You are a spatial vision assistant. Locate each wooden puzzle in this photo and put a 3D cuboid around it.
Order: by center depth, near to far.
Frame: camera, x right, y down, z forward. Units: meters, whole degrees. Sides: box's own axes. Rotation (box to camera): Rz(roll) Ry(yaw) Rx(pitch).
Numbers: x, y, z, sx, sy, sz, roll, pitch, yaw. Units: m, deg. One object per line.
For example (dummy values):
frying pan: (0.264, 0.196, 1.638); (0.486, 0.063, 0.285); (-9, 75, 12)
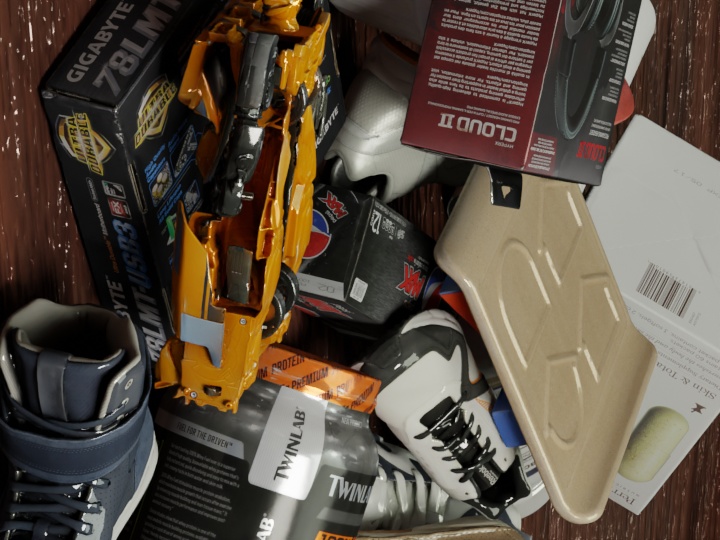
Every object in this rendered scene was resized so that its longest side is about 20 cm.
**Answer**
wooden puzzle: (0.104, 0.024, 1.674); (0.200, 0.046, 0.185); (62, 31, -25)

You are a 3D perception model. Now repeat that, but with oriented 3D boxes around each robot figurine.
robot figurine: (-0.055, -0.043, 1.340); (0.145, 0.058, 0.201); (-59, 158, -67)

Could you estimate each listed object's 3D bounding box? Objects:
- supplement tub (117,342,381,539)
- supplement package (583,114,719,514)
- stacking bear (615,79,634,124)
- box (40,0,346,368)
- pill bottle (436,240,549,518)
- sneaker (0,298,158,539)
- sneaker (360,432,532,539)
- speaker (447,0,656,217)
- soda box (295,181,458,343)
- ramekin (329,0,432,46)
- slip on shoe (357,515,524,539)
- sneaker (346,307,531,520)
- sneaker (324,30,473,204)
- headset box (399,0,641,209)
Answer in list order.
supplement tub: (-0.064, 0.137, 1.475); (0.122, 0.122, 0.201); (18, 90, -69)
supplement package: (0.193, 0.033, 1.942); (0.151, 0.151, 0.200); (-58, 178, -38)
stacking bear: (0.115, -0.194, 1.753); (0.121, 0.113, 0.201); (-18, 113, -38)
box: (-0.077, -0.083, 1.419); (0.200, 0.049, 0.199); (-60, 153, -34)
pill bottle: (0.081, 0.077, 1.836); (0.200, 0.111, 0.111); (76, 35, -51)
sneaker: (-0.149, 0.108, 1.298); (0.146, 0.077, 0.203); (94, 11, -54)
sneaker: (0.039, 0.151, 1.749); (0.199, 0.129, 0.080); (44, 62, -66)
speaker: (0.130, -0.104, 1.886); (0.081, 0.081, 0.201); (71, 39, -55)
soda box: (0.000, 0.000, 1.635); (0.200, 0.070, 0.064); (34, 71, -68)
ramekin: (0.042, -0.220, 1.571); (0.202, 0.094, 0.203); (14, 90, -69)
slip on shoe: (0.017, 0.196, 1.678); (0.199, 0.061, 0.076); (-7, 111, -24)
sneaker: (0.055, 0.086, 1.655); (0.074, 0.080, 0.200); (-37, 151, 5)
sneaker: (0.020, -0.074, 1.667); (0.092, 0.076, 0.200); (-52, 161, -1)
headset box: (0.095, -0.134, 1.523); (0.149, 0.077, 0.201); (6, 96, -69)
